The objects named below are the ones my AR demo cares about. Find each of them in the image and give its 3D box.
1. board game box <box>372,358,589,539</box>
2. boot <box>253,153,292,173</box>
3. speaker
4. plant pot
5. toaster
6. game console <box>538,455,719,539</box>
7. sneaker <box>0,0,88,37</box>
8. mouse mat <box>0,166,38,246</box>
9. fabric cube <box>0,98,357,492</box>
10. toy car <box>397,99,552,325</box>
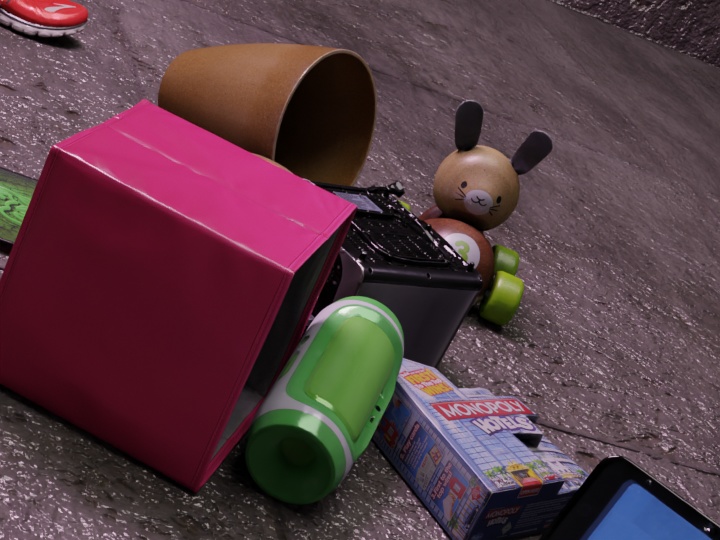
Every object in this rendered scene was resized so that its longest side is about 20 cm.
[{"bbox_3d":[0.092,0.143,1.494,0.199,0.062,0.200,0,34,-50],"label":"board game box"},{"bbox_3d":[-0.146,-0.060,1.694,0.199,0.074,0.155,8,23,-12],"label":"boot"},{"bbox_3d":[-0.025,0.099,1.384,0.088,0.089,0.200,27,33,3],"label":"speaker"},{"bbox_3d":[-0.114,-0.169,1.879,0.199,0.187,0.186,20,15,31],"label":"plant pot"},{"bbox_3d":[0.000,0.000,1.648,0.199,0.119,0.181,4,30,-44],"label":"toaster"},{"bbox_3d":[0.205,0.249,1.295,0.200,0.117,0.176,36,22,25],"label":"game console"},{"bbox_3d":[-0.406,-0.333,2.017,0.199,0.085,0.077,19,23,-17],"label":"sneaker"},{"bbox_3d":[-0.327,-0.063,1.558,0.199,0.008,0.161,20,21,-10],"label":"mouse mat"},{"bbox_3d":[-0.147,0.012,1.337,0.199,0.197,0.200,26,21,6],"label":"fabric cube"},{"bbox_3d":[0.120,-0.073,1.850,0.164,0.201,0.158,23,20,-7],"label":"toy car"}]
